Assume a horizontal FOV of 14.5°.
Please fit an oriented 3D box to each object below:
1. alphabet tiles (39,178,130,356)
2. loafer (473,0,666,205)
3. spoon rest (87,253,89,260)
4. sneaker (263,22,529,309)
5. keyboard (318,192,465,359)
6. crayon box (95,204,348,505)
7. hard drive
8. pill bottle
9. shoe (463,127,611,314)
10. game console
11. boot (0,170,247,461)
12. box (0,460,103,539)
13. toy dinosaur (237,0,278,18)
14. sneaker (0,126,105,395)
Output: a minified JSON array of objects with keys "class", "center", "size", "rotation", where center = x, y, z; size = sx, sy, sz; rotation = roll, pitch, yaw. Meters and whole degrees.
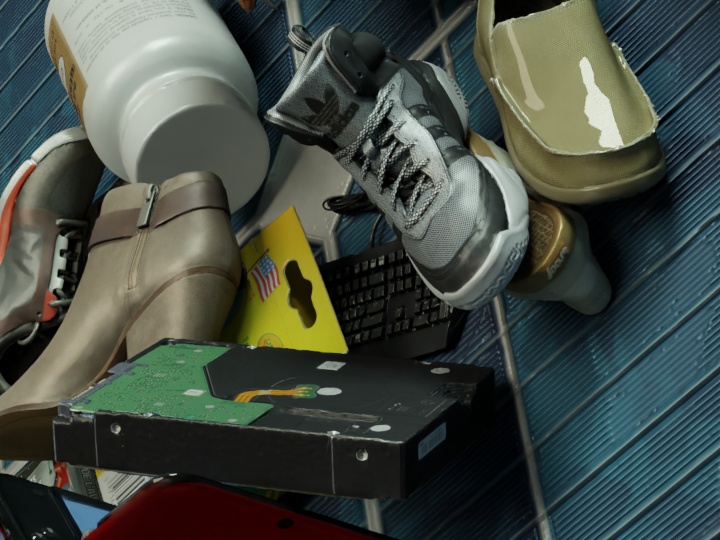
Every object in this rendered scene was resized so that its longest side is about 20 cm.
[{"class":"alphabet tiles","center":[-0.162,0.008,1.905],"size":[0.200,0.006,0.167],"rotation":[-36,44,41]},{"class":"loafer","center":[0.102,-0.103,1.492],"size":[0.200,0.076,0.068],"rotation":[-122,15,-53]},{"class":"spoon rest","center":[-0.131,0.002,1.818],"size":[0.100,0.060,0.200],"rotation":[-63,19,7]},{"class":"sneaker","center":[0.013,-0.060,1.481],"size":[0.076,0.114,0.200],"rotation":[-51,33,20]},{"class":"keyboard","center":[0.000,0.000,1.654],"size":[0.200,0.021,0.128],"rotation":[-17,58,51]},{"class":"crayon box","center":[-0.073,0.074,1.652],"size":[0.200,0.051,0.127],"rotation":[-44,44,24]},{"class":"hard drive","center":[-0.044,0.077,1.489],"size":[0.199,0.140,0.038],"rotation":[5,106,21]},{"class":"pill bottle","center":[-0.128,-0.118,1.827],"size":[0.115,0.114,0.200],"rotation":[-56,34,19]},{"class":"shoe","center":[0.073,-0.026,1.530],"size":[0.070,0.053,0.200],"rotation":[-58,31,7]},{"class":"game console","center":[-0.075,0.138,1.515],"size":[0.119,0.199,0.172],"rotation":[-60,33,13]},{"class":"boot","center":[-0.148,0.025,1.668],"size":[0.199,0.070,0.147],"rotation":[-15,61,34]},{"class":"box","center":[-0.207,0.207,1.761],"size":[0.200,0.040,0.137],"rotation":[-40,54,43]},{"class":"toy dinosaur","center":[-0.104,-0.221,1.830],"size":[0.182,0.199,0.105],"rotation":[-70,-9,-78]},{"class":"sneaker","center":[-0.211,0.001,1.936],"size":[0.082,0.077,0.201],"rotation":[32,101,31]}]
